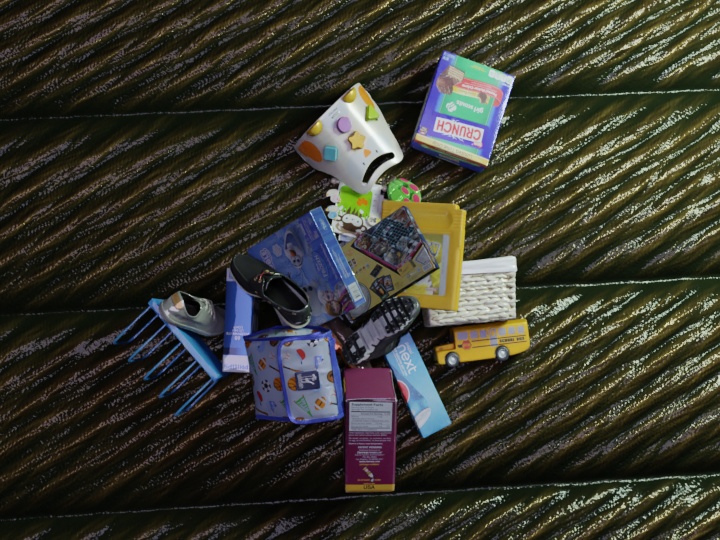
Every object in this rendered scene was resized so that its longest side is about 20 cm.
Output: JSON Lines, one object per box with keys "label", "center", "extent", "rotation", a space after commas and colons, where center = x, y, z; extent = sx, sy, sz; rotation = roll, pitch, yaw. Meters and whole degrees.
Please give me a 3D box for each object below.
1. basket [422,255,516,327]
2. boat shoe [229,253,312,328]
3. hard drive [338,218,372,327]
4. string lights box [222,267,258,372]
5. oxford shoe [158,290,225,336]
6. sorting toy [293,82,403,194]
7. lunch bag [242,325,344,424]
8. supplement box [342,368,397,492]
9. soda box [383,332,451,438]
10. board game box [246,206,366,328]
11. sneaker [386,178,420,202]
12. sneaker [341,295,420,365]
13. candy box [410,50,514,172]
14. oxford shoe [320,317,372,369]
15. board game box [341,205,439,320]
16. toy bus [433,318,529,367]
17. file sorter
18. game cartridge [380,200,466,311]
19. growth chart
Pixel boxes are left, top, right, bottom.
{"label": "basket", "center": [0.216, 0.046, 1.734], "extent": [0.194, 0.136, 0.127], "rotation": [-6, 86, -2]}
{"label": "boat shoe", "center": [-0.172, 0.027, 1.636], "extent": [0.200, 0.064, 0.074], "rotation": [38, 60, 18]}
{"label": "hard drive", "center": [0.000, 0.000, 1.744], "extent": [0.199, 0.038, 0.140], "rotation": [-40, 87, -28]}
{"label": "string lights box", "center": [-0.241, 0.102, 1.724], "extent": [0.057, 0.103, 0.206], "rotation": [1, 85, 1]}
{"label": "oxford shoe", "center": [-0.314, 0.083, 1.680], "extent": [0.057, 0.199, 0.076], "rotation": [-37, 64, 17]}
{"label": "sorting toy", "center": [-0.008, -0.264, 1.776], "extent": [0.200, 0.107, 0.180], "rotation": [-44, 95, -6]}
{"label": "lunch bag", "center": [-0.120, 0.197, 1.628], "extent": [0.197, 0.123, 0.175], "rotation": [-2, 100, 39]}
{"label": "supplement box", "center": [0.016, 0.312, 1.668], "extent": [0.100, 0.131, 0.205], "rotation": [0, 109, -2]}
{"label": "soda box", "center": [0.112, 0.235, 1.747], "extent": [0.067, 0.064, 0.204], "rotation": [-25, 85, -5]}
{"label": "board game box", "center": [-0.109, 0.009, 1.669], "extent": [0.197, 0.043, 0.204], "rotation": [-27, 90, 40]}
{"label": "sneaker", "center": [0.101, -0.100, 1.772], "extent": [0.075, 0.084, 0.204], "rotation": [-11, 66, -22]}
{"label": "sneaker", "center": [0.053, 0.115, 1.670], "extent": [0.200, 0.090, 0.067], "rotation": [-43, 62, 27]}
{"label": "candy box", "center": [0.214, -0.334, 1.800], "extent": [0.165, 0.077, 0.205], "rotation": [19, 85, -1]}
{"label": "oxford shoe", "center": [-0.001, 0.175, 1.747], "extent": [0.073, 0.071, 0.201], "rotation": [-39, 90, -15]}
{"label": "board game box", "center": [0.038, -0.013, 1.651], "extent": [0.198, 0.034, 0.138], "rotation": [-32, 79, 18]}
{"label": "toy bus", "center": [0.247, 0.151, 1.760], "extent": [0.194, 0.065, 0.081], "rotation": [-7, 84, -3]}
{"label": "file sorter", "center": [-0.376, 0.173, 1.696], "extent": [0.122, 0.139, 0.201], "rotation": [-41, 87, -2]}
{"label": "game cartridge", "center": [0.114, -0.030, 1.657], "extent": [0.172, 0.032, 0.206], "rotation": [4, 90, 24]}
{"label": "growth chart", "center": [0.000, -0.109, 1.759], "extent": [0.141, 0.018, 0.204], "rotation": [1, 56, -8]}
